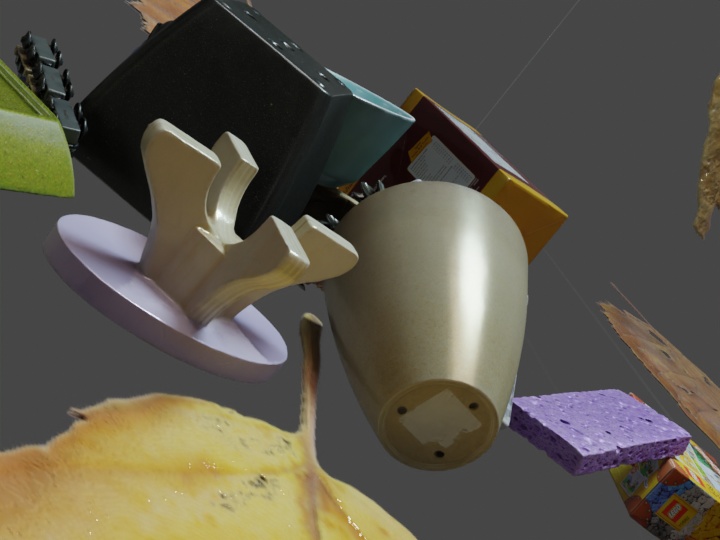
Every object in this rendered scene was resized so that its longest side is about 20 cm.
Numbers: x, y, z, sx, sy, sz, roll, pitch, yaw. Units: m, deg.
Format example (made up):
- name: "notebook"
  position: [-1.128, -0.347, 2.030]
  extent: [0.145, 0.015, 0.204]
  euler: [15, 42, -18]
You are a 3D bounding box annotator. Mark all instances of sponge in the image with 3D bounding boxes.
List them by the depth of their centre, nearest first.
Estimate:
- name: "sponge"
  position: [0.254, 0.168, 1.152]
  extent: [0.199, 0.030, 0.111]
  euler: [2, 22, -42]

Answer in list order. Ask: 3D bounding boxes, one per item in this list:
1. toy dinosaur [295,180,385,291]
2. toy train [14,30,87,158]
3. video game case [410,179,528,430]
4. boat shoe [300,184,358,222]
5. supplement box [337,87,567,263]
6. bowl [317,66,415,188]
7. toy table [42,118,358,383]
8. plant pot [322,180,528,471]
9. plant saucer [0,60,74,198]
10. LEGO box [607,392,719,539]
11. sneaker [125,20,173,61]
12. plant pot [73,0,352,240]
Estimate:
- name: "toy dinosaur"
  position: [0.000, 0.000, 1.093]
  extent: [0.200, 0.101, 0.137]
  euler: [44, 34, -50]
- name: "toy train"
  position: [-0.263, -0.148, 0.906]
  extent: [0.034, 0.046, 0.200]
  euler: [12, 28, -31]
- name: "video game case"
  position: [0.098, 0.033, 1.095]
  extent: [0.200, 0.023, 0.183]
  euler: [44, 41, -27]
- name: "boat shoe"
  position: [-0.044, -0.066, 1.191]
  extent: [0.199, 0.072, 0.065]
  euler: [33, 15, -5]
- name: "supplement box"
  position: [0.092, -0.064, 1.273]
  extent: [0.132, 0.198, 0.200]
  euler: [24, 21, -46]
- name: "bowl"
  position: [-0.052, -0.161, 1.153]
  extent: [0.199, 0.106, 0.201]
  euler: [27, 11, -6]
- name: "toy table"
  position: [-0.104, -0.013, 0.757]
  extent: [0.199, 0.117, 0.184]
  euler: [27, 18, -45]
- name: "plant pot"
  position: [0.057, 0.058, 0.882]
  extent: [0.187, 0.187, 0.201]
  euler: [34, 28, -21]
- name: "plant saucer"
  position: [-0.307, -0.139, 0.757]
  extent: [0.200, 0.048, 0.199]
  euler: [43, 14, 16]
- name: "LEGO box"
  position: [0.368, 0.251, 1.262]
  extent: [0.148, 0.077, 0.200]
  euler: [37, 14, -11]
- name: "sneaker"
  position: [-0.169, -0.182, 1.131]
  extent: [0.200, 0.111, 0.077]
  euler: [46, 15, 24]
- name: "plant pot"
  position: [-0.119, -0.134, 0.973]
  extent: [0.199, 0.178, 0.200]
  euler: [39, 13, 1]
